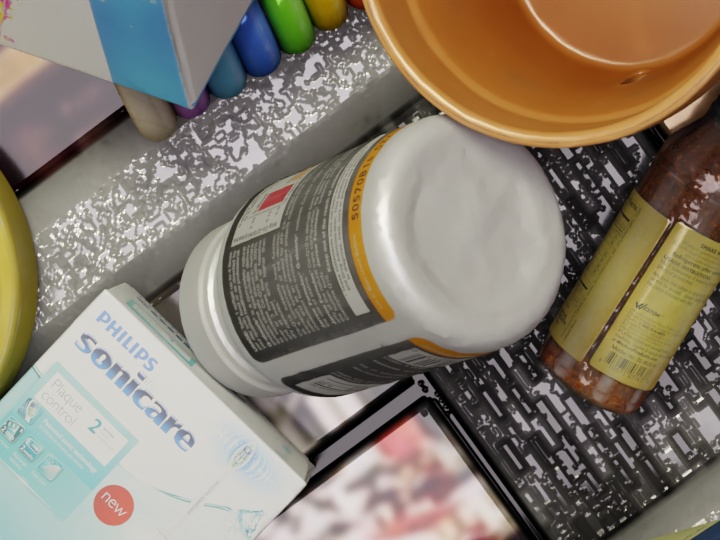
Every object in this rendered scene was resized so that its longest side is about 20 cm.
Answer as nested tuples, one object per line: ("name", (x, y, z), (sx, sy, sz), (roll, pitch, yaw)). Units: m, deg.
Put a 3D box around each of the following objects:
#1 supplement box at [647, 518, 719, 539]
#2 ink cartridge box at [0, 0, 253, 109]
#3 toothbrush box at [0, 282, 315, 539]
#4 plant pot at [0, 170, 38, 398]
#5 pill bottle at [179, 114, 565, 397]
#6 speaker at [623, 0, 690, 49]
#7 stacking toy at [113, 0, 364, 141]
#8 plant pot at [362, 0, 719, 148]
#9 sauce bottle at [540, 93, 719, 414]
("supplement box", (0.122, 0.253, 1.370), (0.199, 0.134, 0.201), (-21, 92, 41))
("ink cartridge box", (-0.149, -0.202, 1.354), (0.199, 0.146, 0.147), (19, 63, 16))
("toothbrush box", (-0.142, 0.127, 1.444), (0.146, 0.085, 0.200), (45, 93, 0))
("plant pot", (-0.275, 0.011, 1.393), (0.199, 0.189, 0.202), (0, 93, 3))
("pill bottle", (0.000, 0.000, 1.368), (0.116, 0.200, 0.117), (9, 74, -33))
("speaker", (0.155, -0.210, 1.416), (0.081, 0.081, 0.201), (-5, 93, 3))
("stacking toy", (-0.039, -0.145, 1.431), (0.199, 0.085, 0.086), (-26, 91, 0))
("plant pot", (0.113, -0.160, 1.319), (0.199, 0.140, 0.201), (2, 94, 22))
("sauce bottle", (0.166, -0.023, 1.418), (0.066, 0.066, 0.201), (33, 104, 1))
